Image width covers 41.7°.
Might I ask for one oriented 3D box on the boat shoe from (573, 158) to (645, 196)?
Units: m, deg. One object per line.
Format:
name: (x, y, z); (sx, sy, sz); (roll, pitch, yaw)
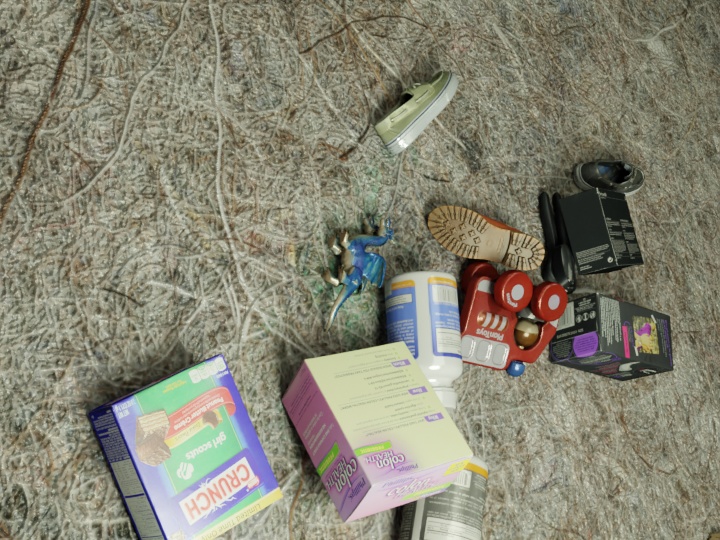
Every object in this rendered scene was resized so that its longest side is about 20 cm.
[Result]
boat shoe: (0.504, -0.190, 1.855); (0.199, 0.066, 0.071); (4, 74, -37)

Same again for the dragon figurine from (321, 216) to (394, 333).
dragon figurine: (0.000, 0.000, 1.414); (0.099, 0.059, 0.202); (19, 64, -32)

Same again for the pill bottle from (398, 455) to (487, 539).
pill bottle: (0.116, 0.366, 1.357); (0.116, 0.116, 0.202); (25, 63, -29)

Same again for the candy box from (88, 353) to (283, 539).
candy box: (-0.213, 0.230, 1.168); (0.168, 0.077, 0.201); (-24, 93, -40)

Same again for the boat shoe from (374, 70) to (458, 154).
boat shoe: (0.096, -0.276, 1.564); (0.062, 0.072, 0.200); (49, 56, -18)

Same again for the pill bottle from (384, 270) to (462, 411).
pill bottle: (0.095, 0.109, 1.421); (0.111, 0.112, 0.202); (8, 72, -36)

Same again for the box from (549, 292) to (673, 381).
box: (0.444, 0.121, 1.678); (0.199, 0.122, 0.107); (16, 66, -33)

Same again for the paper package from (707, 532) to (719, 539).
paper package: (0.767, 0.575, 1.746); (0.200, 0.190, 0.104); (42, 56, -21)

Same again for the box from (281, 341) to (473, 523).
box: (0.020, 0.213, 1.287); (0.175, 0.097, 0.201); (-7, 52, -37)

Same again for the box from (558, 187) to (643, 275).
box: (0.441, -0.069, 1.722); (0.200, 0.078, 0.142); (-1, 79, -61)

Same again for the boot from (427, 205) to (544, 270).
boot: (0.201, -0.058, 1.585); (0.199, 0.107, 0.076); (21, 102, -7)

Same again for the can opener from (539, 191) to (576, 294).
can opener: (0.359, -0.052, 1.708); (0.063, 0.079, 0.202); (13, 60, -26)

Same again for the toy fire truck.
toy fire truck: (0.241, 0.085, 1.558); (0.199, 0.112, 0.169); (16, 91, -33)
